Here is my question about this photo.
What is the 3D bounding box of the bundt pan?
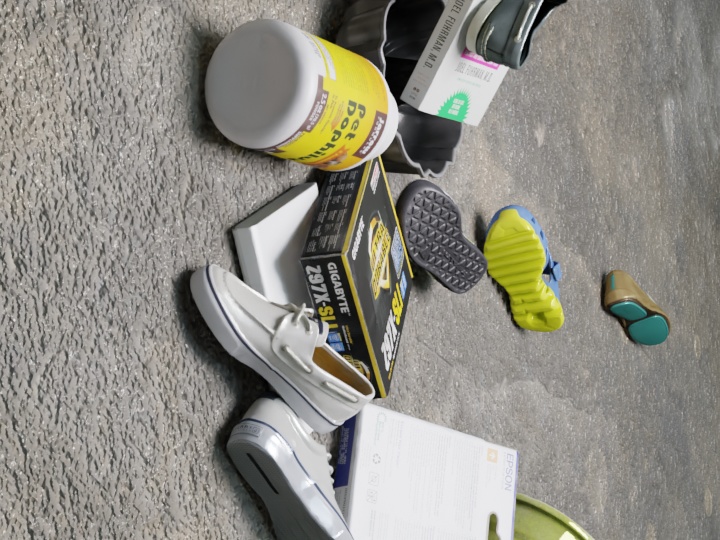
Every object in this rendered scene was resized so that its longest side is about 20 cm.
[{"bbox_3d":[0.033,-0.190,1.545,0.201,0.075,0.204,14,74,-63],"label":"bundt pan"}]

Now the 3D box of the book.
[{"bbox_3d":[0.119,-0.245,1.496,0.133,0.048,0.201,1,118,-62],"label":"book"}]

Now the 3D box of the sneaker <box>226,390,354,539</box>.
[{"bbox_3d":[-0.046,0.190,1.343,0.071,0.072,0.201,-59,137,-39],"label":"sneaker"}]

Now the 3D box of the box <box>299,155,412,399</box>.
[{"bbox_3d":[0.000,0.000,1.436,0.201,0.049,0.161,-75,155,-56],"label":"box"}]

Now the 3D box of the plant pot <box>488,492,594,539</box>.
[{"bbox_3d":[0.137,0.361,1.583,0.185,0.199,0.202,-52,133,-37],"label":"plant pot"}]

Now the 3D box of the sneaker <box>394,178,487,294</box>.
[{"bbox_3d":[0.067,-0.042,1.606,0.072,0.083,0.200,-41,145,-4],"label":"sneaker"}]

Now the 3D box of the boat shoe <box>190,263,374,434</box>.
[{"bbox_3d":[-0.060,0.057,1.290,0.200,0.069,0.071,48,21,-27],"label":"boat shoe"}]

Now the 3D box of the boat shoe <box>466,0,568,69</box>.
[{"bbox_3d":[0.185,-0.269,1.460,0.200,0.062,0.073,-47,152,-15],"label":"boat shoe"}]

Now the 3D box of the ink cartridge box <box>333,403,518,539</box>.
[{"bbox_3d":[0.060,0.249,1.488,0.199,0.043,0.198,21,65,-31],"label":"ink cartridge box"}]

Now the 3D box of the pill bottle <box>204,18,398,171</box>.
[{"bbox_3d":[-0.043,-0.149,1.353,0.199,0.108,0.111,9,78,-62],"label":"pill bottle"}]

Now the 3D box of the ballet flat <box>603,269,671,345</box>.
[{"bbox_3d":[0.413,0.052,2.274,0.200,0.068,0.064,40,38,-56],"label":"ballet flat"}]

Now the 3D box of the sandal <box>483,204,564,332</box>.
[{"bbox_3d":[0.200,-0.014,1.860,0.201,0.079,0.088,67,28,-48],"label":"sandal"}]

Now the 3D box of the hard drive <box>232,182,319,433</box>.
[{"bbox_3d":[-0.056,0.036,1.395,0.132,0.026,0.202,-40,121,-58],"label":"hard drive"}]
